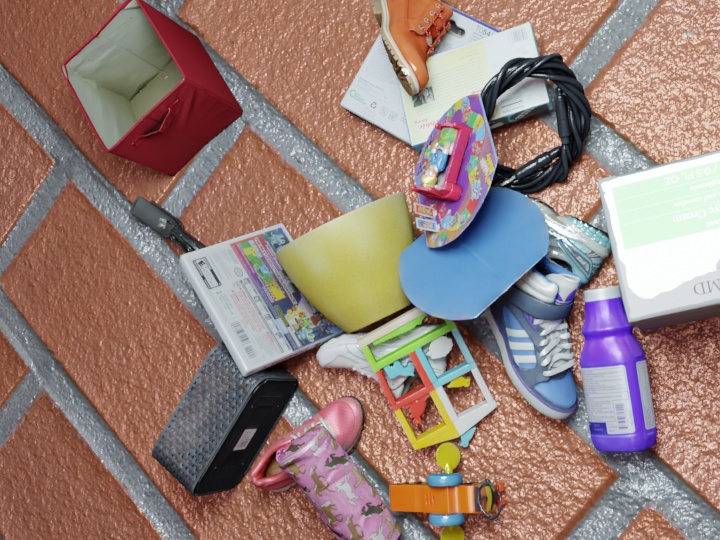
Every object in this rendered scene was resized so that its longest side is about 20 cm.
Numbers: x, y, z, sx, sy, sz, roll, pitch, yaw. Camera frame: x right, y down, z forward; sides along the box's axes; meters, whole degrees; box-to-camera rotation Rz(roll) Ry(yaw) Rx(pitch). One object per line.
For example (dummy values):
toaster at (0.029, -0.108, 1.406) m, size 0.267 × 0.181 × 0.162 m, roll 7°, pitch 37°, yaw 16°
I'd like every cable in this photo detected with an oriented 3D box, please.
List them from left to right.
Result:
cable at (0.221, -0.188, 1.172) m, size 0.161 × 0.051 × 0.202 m, roll 20°, pitch 125°, yaw -6°

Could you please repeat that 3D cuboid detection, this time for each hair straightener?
hair straightener at (-0.296, -0.053, 1.420) m, size 0.199 × 0.077 × 0.041 m, roll 41°, pitch 97°, yaw 22°

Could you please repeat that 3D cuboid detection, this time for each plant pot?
plant pot at (0.000, 0.000, 1.238) m, size 0.198 × 0.200 × 0.144 m, roll -26°, pitch 89°, yaw 18°

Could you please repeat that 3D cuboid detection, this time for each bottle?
bottle at (0.318, 0.123, 1.128) m, size 0.083 × 0.064 × 0.204 m, roll -13°, pitch 84°, yaw 51°

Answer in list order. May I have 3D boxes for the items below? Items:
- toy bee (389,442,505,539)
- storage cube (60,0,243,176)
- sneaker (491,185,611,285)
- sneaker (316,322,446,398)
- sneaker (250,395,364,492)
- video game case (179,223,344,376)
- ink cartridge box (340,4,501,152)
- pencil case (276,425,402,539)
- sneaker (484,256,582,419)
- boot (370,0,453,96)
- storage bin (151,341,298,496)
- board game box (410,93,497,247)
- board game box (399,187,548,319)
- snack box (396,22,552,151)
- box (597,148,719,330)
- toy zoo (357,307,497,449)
toy bee at (0.137, 0.309, 1.190) m, size 0.199 × 0.107 × 0.133 m, roll 20°, pitch 100°, yaw 48°
storage cube at (-0.322, -0.280, 1.405) m, size 0.170 × 0.179 × 0.202 m, roll -38°, pitch 72°, yaw 14°
sneaker at (0.233, -0.048, 1.197) m, size 0.198 × 0.077 × 0.087 m, roll 29°, pitch 98°, yaw 23°
sneaker at (0.030, 0.132, 1.261) m, size 0.197 × 0.078 × 0.101 m, roll -9°, pitch 83°, yaw 23°
sneaker at (-0.076, 0.255, 1.282) m, size 0.199 × 0.087 × 0.074 m, roll -41°, pitch 71°, yaw 13°
video game case at (-0.140, 0.037, 1.302) m, size 0.201 × 0.180 × 0.023 m, roll 57°, pitch 143°, yaw 19°
ink cartridge box at (0.098, -0.281, 1.302) m, size 0.198 × 0.041 × 0.202 m, roll 32°, pitch 95°, yaw 22°
pencil case at (-0.030, 0.306, 1.222) m, size 0.086 × 0.083 × 0.201 m, roll -39°, pitch 98°, yaw -27°
sneaker at (0.241, 0.074, 1.140) m, size 0.202 × 0.080 × 0.147 m, roll 63°, pitch 146°, yaw 20°
boot at (0.080, -0.324, 1.226) m, size 0.105 × 0.075 × 0.202 m, roll -17°, pitch 50°, yaw 9°
storage bin at (-0.195, 0.216, 1.310) m, size 0.093 × 0.135 × 0.202 m, roll 33°, pitch 96°, yaw 23°
board game box at (0.103, -0.134, 1.136) m, size 0.158 × 0.038 × 0.202 m, roll -51°, pitch 34°, yaw 40°
board game box at (0.149, -0.013, 1.144) m, size 0.199 × 0.039 × 0.158 m, roll -41°, pitch 47°, yaw -4°
snack box at (0.154, -0.250, 1.234) m, size 0.197 × 0.037 × 0.118 m, roll -15°, pitch 78°, yaw 18°
box at (0.400, -0.034, 1.056) m, size 0.196 × 0.199 × 0.175 m, roll -13°, pitch 80°, yaw 20°
toy zoo at (0.097, 0.152, 1.214) m, size 0.130 × 0.020 × 0.202 m, roll -27°, pitch 98°, yaw 5°
